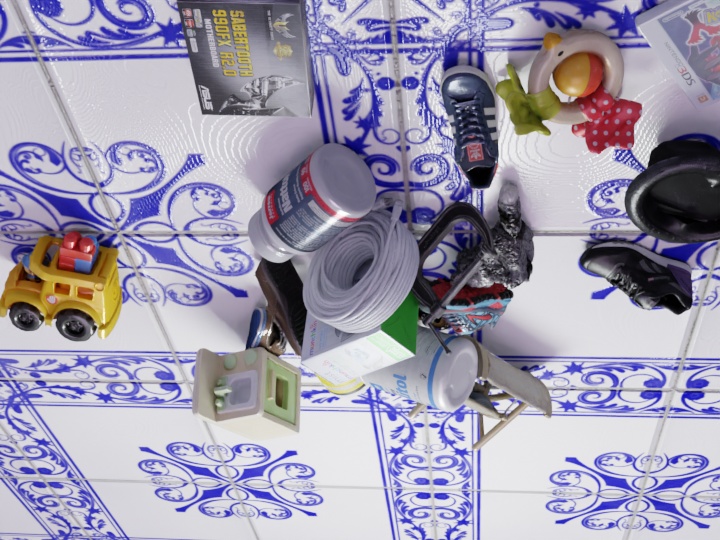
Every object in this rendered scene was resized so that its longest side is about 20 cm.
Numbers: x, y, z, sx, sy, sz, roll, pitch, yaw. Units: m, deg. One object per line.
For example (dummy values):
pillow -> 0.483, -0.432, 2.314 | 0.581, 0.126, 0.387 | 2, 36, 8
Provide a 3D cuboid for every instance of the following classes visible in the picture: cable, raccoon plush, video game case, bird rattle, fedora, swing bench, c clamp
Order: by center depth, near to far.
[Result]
video game case -> 0.476, -0.299, 1.270 | 0.199, 0.023, 0.182 | -23, 135, 33
bird rattle -> 0.284, -0.233, 1.326 | 0.198, 0.113, 0.164 | 7, 128, -8
fedora -> 0.472, -0.124, 1.450 | 0.199, 0.092, 0.201 | 3, 144, 2
c clamp -> 0.146, 0.002, 1.584 | 0.027, 0.171, 0.201 | 9, 121, -50
cable -> 0.000, 0.000, 1.586 | 0.199, 0.201, 0.069 | -20, 141, 36
raccoon plush -> 0.201, -0.055, 1.619 | 0.133, 0.097, 0.201 | 3, 117, 25
swing bench -> 0.226, 0.225, 1.934 | 0.198, 0.130, 0.200 | 32, 131, -31

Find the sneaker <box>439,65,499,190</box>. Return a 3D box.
sneaker -> 0.157, -0.191, 1.403 | 0.074, 0.085, 0.200 | -7, 142, 17

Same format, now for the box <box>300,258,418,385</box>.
box -> 0.004, 0.063, 1.674 | 0.176, 0.201, 0.097 | -23, 135, 34

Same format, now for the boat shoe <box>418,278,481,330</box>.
boat shoe -> 0.139, 0.075, 1.783 | 0.199, 0.068, 0.072 | 22, 139, -24

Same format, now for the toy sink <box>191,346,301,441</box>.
toy sink -> -0.202, 0.222, 1.869 | 0.111, 0.131, 0.200 | -14, 151, 27

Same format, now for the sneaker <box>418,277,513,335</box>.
sneaker -> 0.173, 0.070, 1.691 | 0.199, 0.079, 0.096 | 0, 119, -38

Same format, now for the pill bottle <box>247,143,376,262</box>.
pill bottle -> -0.080, -0.094, 1.536 | 0.119, 0.120, 0.200 | 28, 138, -28

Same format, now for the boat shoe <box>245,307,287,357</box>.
boat shoe -> -0.174, 0.126, 1.901 | 0.072, 0.073, 0.200 | 6, 154, -10

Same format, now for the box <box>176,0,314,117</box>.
box -> -0.146, -0.289, 1.337 | 0.157, 0.049, 0.201 | 3, 144, 4

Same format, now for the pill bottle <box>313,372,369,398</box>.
pill bottle -> -0.052, 0.140, 1.859 | 0.112, 0.113, 0.200 | -10, 142, 20

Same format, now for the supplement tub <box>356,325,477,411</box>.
supplement tub -> 0.096, 0.162, 1.800 | 0.199, 0.132, 0.132 | 13, 152, 34

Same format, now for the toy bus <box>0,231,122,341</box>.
toy bus -> -0.510, 0.006, 1.731 | 0.198, 0.136, 0.193 | 11, 131, -3

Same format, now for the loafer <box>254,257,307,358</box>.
loafer -> -0.120, 0.063, 1.743 | 0.073, 0.201, 0.071 | -23, 180, -35

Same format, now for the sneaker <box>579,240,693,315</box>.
sneaker -> 0.454, 0.015, 1.647 | 0.198, 0.088, 0.076 | 13, 144, -10
